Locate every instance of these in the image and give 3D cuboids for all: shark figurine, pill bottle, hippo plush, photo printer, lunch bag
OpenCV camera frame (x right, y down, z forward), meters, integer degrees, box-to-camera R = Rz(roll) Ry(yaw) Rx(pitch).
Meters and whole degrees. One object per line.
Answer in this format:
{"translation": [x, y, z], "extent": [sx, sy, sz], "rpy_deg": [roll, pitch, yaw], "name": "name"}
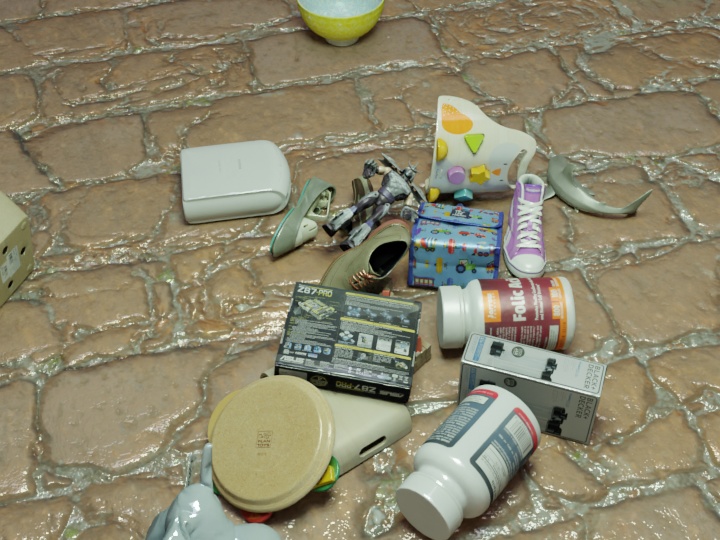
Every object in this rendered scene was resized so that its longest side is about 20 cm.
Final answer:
{"translation": [0.404, -0.153, 1.690], "extent": [0.128, 0.090, 0.214], "rpy_deg": [-34, 51, -27], "name": "shark figurine"}
{"translation": [0.141, 0.258, 1.251], "extent": [0.119, 0.120, 0.200], "rpy_deg": [30, 52, 28], "name": "pill bottle"}
{"translation": [-0.180, 0.353, 1.172], "extent": [0.160, 0.159, 0.201], "rpy_deg": [28, 60, -14], "name": "hippo plush"}
{"translation": [0.221, 0.069, 1.445], "extent": [0.199, 0.115, 0.114], "rpy_deg": [-2, 45, -2], "name": "pill bottle"}
{"translation": [-0.228, -0.167, 1.719], "extent": [0.199, 0.070, 0.167], "rpy_deg": [-7, 45, -6], "name": "photo printer"}
{"translation": [0.168, -0.056, 1.608], "extent": [0.150, 0.094, 0.200], "rpy_deg": [5, 32, 8], "name": "lunch bag"}

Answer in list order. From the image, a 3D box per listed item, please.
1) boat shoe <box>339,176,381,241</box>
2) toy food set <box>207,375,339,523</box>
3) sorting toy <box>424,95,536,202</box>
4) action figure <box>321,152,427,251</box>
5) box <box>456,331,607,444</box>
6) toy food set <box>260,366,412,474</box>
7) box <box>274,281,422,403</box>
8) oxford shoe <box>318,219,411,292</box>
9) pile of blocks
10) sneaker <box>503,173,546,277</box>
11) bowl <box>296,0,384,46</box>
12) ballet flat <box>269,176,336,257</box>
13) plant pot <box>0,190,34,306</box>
{"translation": [-0.005, -0.089, 1.638], "extent": [0.074, 0.075, 0.203], "rpy_deg": [-10, 45, -2], "name": "boat shoe"}
{"translation": [-0.124, 0.240, 1.283], "extent": [0.199, 0.049, 0.199], "rpy_deg": [-19, 57, 13], "name": "toy food set"}
{"translation": [0.213, -0.193, 1.658], "extent": [0.179, 0.200, 0.107], "rpy_deg": [5, 48, 0], "name": "sorting toy"}
{"translation": [0.032, -0.114, 1.567], "extent": [0.130, 0.069, 0.200], "rpy_deg": [45, 76, 6], "name": "action figure"}
{"translation": [0.243, 0.168, 1.343], "extent": [0.199, 0.117, 0.060], "rpy_deg": [14, 46, 13], "name": "box"}
{"translation": [-0.037, 0.192, 1.372], "extent": [0.143, 0.061, 0.200], "rpy_deg": [-25, 57, -26], "name": "toy food set"}
{"translation": [-0.016, 0.103, 1.380], "extent": [0.199, 0.049, 0.162], "rpy_deg": [9, 51, 2], "name": "box"}
{"translation": [0.000, 0.000, 1.481], "extent": [0.070, 0.200, 0.075], "rpy_deg": [40, 15, -15], "name": "oxford shoe"}
{"translation": [0.042, 0.077, 1.476], "extent": [0.082, 0.062, 0.200], "rpy_deg": [-17, 47, -17], "name": "pile of blocks"}
{"translation": [0.284, -0.085, 1.602], "extent": [0.072, 0.115, 0.201], "rpy_deg": [2, 46, 1], "name": "sneaker"}
{"translation": [-0.042, -0.572, 2.101], "extent": [0.199, 0.108, 0.201], "rpy_deg": [-1, 45, 1], "name": "bowl"}
{"translation": [-0.095, -0.093, 1.648], "extent": [0.063, 0.068, 0.200], "rpy_deg": [19, 48, 8], "name": "ballet flat"}
{"translation": [-0.648, -0.036, 1.516], "extent": [0.176, 0.200, 0.200], "rpy_deg": [22, 48, 7], "name": "plant pot"}
